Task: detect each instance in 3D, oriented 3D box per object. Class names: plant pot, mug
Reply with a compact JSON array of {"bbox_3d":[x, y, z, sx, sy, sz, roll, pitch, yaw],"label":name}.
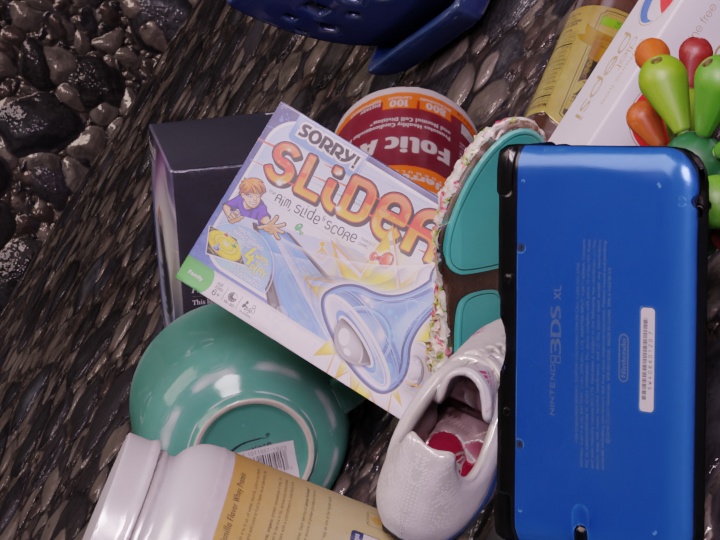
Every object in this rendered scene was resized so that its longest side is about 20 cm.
[{"bbox_3d":[0.026,-0.295,1.794,0.200,0.180,0.200,-29,33,61],"label":"plant pot"},{"bbox_3d":[-0.075,0.097,1.481,0.185,0.152,0.114,-56,19,10],"label":"mug"}]

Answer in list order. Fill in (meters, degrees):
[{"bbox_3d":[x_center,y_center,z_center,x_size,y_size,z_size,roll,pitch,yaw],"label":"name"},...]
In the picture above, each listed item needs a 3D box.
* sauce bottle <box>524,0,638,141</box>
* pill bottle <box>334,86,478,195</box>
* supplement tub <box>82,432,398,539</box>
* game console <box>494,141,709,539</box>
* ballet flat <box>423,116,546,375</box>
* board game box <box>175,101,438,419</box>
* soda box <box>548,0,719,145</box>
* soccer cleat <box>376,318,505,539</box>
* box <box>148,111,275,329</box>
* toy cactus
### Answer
[{"bbox_3d":[0.135,-0.088,1.330,0.065,0.065,0.200,-30,34,60],"label":"sauce bottle"},{"bbox_3d":[0.028,-0.034,1.470,0.114,0.114,0.200,-50,19,30],"label":"pill bottle"},{"bbox_3d":[-0.059,0.182,1.153,0.144,0.200,0.145,-158,90,-84],"label":"supplement tub"},{"bbox_3d":[0.128,0.035,1.060,0.170,0.118,0.201,4,97,43],"label":"game console"},{"bbox_3d":[0.066,-0.007,1.253,0.064,0.075,0.200,-130,43,-54],"label":"ballet flat"},{"bbox_3d":[0.000,0.000,1.346,0.136,0.200,0.034,-59,-8,2],"label":"board game box"},{"bbox_3d":[0.187,-0.123,1.240,0.200,0.064,0.068,-57,16,7],"label":"soda box"},{"bbox_3d":[0.071,0.072,1.155,0.200,0.070,0.086,-53,-20,-48],"label":"soccer cleat"},{"bbox_3d":[-0.094,-0.008,1.620,0.200,0.123,0.199,-128,34,-73],"label":"box"},{"bbox_3d":[0.178,-0.036,1.107,0.200,0.102,0.165,-107,31,-66],"label":"toy cactus"}]
